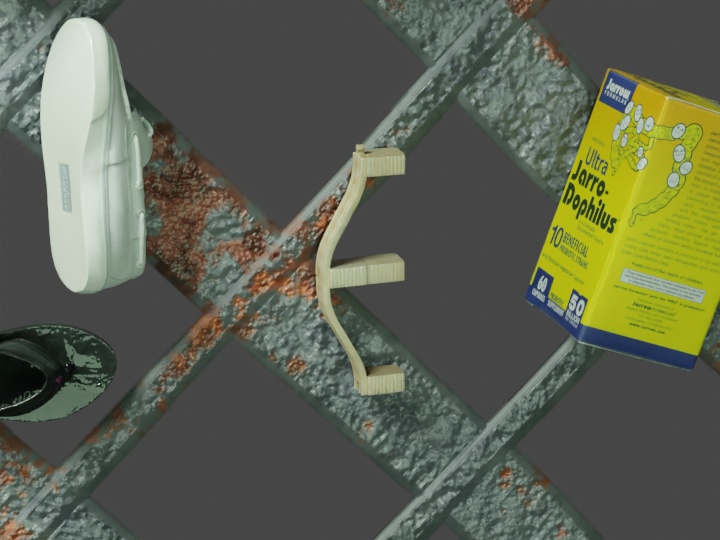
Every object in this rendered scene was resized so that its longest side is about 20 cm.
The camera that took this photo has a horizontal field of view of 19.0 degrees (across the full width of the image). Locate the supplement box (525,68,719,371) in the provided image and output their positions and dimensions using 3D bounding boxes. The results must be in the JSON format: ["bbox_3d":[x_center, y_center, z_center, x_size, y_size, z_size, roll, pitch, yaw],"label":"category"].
[{"bbox_3d":[0.226,-0.041,1.680,0.109,0.109,0.201,15,101,-23],"label":"supplement box"}]

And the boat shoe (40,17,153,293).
[{"bbox_3d":[-0.182,-0.083,1.548,0.068,0.072,0.201,-12,105,-38],"label":"boat shoe"}]

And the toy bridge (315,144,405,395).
[{"bbox_3d":[0.000,0.000,1.657,0.067,0.027,0.201,-6,108,-16],"label":"toy bridge"}]

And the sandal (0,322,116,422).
[{"bbox_3d":[-0.275,0.079,1.573,0.200,0.048,0.076,1,106,-19],"label":"sandal"}]
